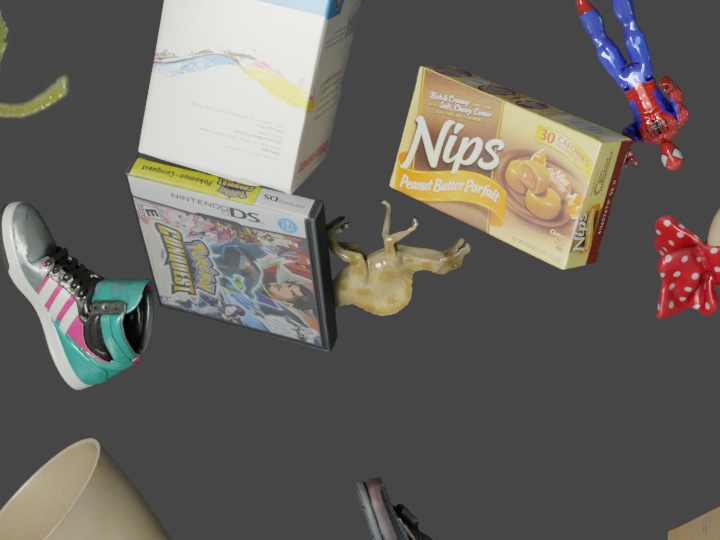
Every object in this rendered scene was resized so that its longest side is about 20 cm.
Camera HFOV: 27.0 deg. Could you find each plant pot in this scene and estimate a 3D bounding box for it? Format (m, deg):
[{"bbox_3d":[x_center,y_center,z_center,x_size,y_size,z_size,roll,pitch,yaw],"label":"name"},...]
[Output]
[{"bbox_3d":[-0.257,0.304,1.499,0.187,0.187,0.200,-37,110,19],"label":"plant pot"}]

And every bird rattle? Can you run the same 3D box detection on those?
[{"bbox_3d":[0.354,-0.013,1.297,0.200,0.113,0.163,30,130,12],"label":"bird rattle"}]

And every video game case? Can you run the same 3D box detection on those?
[{"bbox_3d":[-0.114,-0.011,1.374,0.180,0.026,0.200,14,144,14],"label":"video game case"}]

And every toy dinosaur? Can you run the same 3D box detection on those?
[{"bbox_3d":[0.000,0.000,1.403,0.200,0.058,0.101,-23,101,17],"label":"toy dinosaur"}]

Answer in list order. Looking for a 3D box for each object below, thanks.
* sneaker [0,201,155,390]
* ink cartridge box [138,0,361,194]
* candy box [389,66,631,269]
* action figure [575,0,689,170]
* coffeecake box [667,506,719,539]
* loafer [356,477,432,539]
[{"bbox_3d":[-0.261,0.015,1.448,0.121,0.084,0.200,-15,110,21],"label":"sneaker"},{"bbox_3d":[-0.092,-0.191,1.318,0.144,0.147,0.200,15,108,7],"label":"ink cartridge box"},{"bbox_3d":[0.126,-0.093,1.304,0.200,0.055,0.116,29,113,35],"label":"candy box"},{"bbox_3d":[0.230,-0.169,1.286,0.065,0.099,0.200,-24,103,18],"label":"action figure"},{"bbox_3d":[0.361,0.339,1.376,0.073,0.154,0.200,-30,99,19],"label":"coffeecake box"},{"bbox_3d":[0.052,0.285,1.480,0.063,0.072,0.200,-21,108,-3],"label":"loafer"}]
